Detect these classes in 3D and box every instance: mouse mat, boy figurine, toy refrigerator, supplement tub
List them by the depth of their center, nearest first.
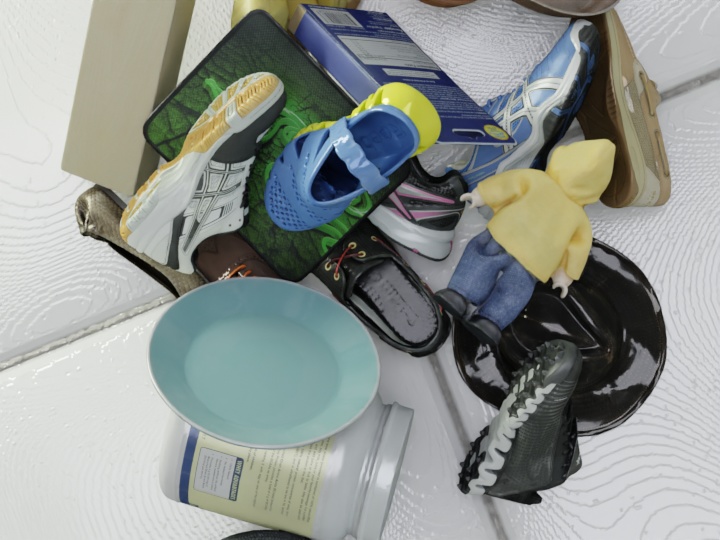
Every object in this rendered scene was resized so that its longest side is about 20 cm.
[{"bbox_3d":[0.143,-0.038,1.362,0.124,0.064,0.201,36,84,-3],"label":"boy figurine"},{"bbox_3d":[-0.063,0.154,1.386,0.198,0.145,0.147,15,86,5],"label":"supplement tub"},{"bbox_3d":[-0.074,-0.107,1.388,0.200,0.008,0.161,45,106,-7],"label":"mouse mat"},{"bbox_3d":[-0.206,-0.178,1.422,0.075,0.070,0.202,20,118,6],"label":"toy refrigerator"}]

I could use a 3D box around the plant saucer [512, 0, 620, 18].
[{"bbox_3d":[0.150,-0.299,1.410,0.198,0.032,0.202,18,50,-23],"label":"plant saucer"}]

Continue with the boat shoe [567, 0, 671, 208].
[{"bbox_3d":[0.235,-0.152,1.437,0.064,0.071,0.202,0,74,-31],"label":"boat shoe"}]

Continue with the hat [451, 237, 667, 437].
[{"bbox_3d":[0.179,0.052,1.409,0.198,0.081,0.203,0,84,3],"label":"hat"}]

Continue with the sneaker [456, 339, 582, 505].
[{"bbox_3d":[0.161,0.137,1.375,0.090,0.067,0.201,21,132,-7],"label":"sneaker"}]

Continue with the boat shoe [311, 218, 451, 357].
[{"bbox_3d":[0.002,-0.002,1.438,0.201,0.063,0.074,44,92,8],"label":"boat shoe"}]

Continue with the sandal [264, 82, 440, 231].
[{"bbox_3d":[-0.023,-0.083,1.312,0.080,0.200,0.087,46,48,-7],"label":"sandal"}]

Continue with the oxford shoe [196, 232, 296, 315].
[{"bbox_3d":[-0.094,0.012,1.436,0.200,0.073,0.071,42,89,6],"label":"oxford shoe"}]

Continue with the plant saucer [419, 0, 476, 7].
[{"bbox_3d":[0.063,-0.335,1.419,0.032,0.199,0.203,-8,82,46],"label":"plant saucer"}]

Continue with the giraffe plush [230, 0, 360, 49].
[{"bbox_3d":[-0.096,-0.314,1.434,0.161,0.172,0.202,27,115,29],"label":"giraffe plush"}]

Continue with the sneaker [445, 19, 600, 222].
[{"bbox_3d":[0.145,-0.138,1.413,0.077,0.076,0.201,35,108,15],"label":"sneaker"}]

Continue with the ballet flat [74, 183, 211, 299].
[{"bbox_3d":[-0.189,-0.002,1.446,0.200,0.067,0.046,42,70,12],"label":"ballet flat"}]

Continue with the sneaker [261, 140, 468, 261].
[{"bbox_3d":[0.008,-0.093,1.430,0.198,0.080,0.087,25,107,-6],"label":"sneaker"}]

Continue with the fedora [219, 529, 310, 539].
[{"bbox_3d":[-0.070,0.314,1.394,0.198,0.092,0.203,0,95,1],"label":"fedora"}]

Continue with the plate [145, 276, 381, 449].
[{"bbox_3d":[-0.082,0.081,1.335,0.198,0.026,0.201,7,41,-6],"label":"plate"}]

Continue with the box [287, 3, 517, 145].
[{"bbox_3d":[0.037,-0.162,1.387,0.200,0.120,0.033,48,121,30],"label":"box"}]

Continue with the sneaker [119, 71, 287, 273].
[{"bbox_3d":[-0.119,-0.082,1.369,0.087,0.076,0.200,37,112,-18],"label":"sneaker"}]
